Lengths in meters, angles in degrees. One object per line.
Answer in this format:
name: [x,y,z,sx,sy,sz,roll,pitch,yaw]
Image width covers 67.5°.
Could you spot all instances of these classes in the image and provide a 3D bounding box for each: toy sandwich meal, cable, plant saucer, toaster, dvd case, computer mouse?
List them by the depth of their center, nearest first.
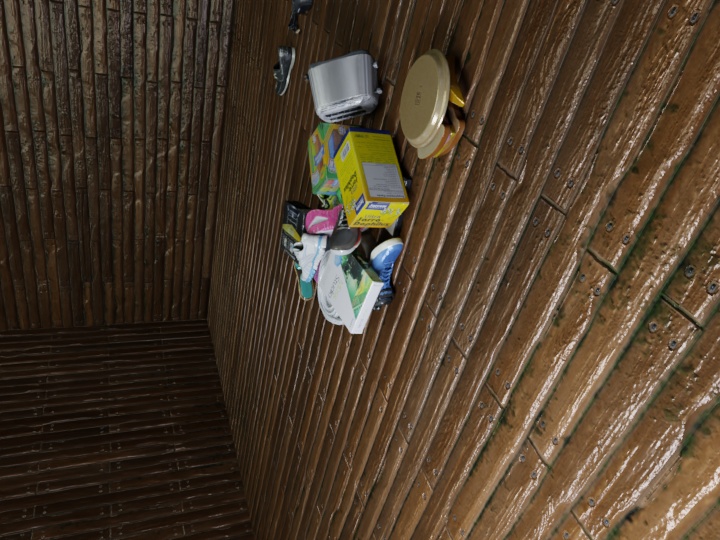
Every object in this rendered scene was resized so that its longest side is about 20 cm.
toy sandwich meal: [0.144,-0.327,1.057,0.205,0.070,0.207,-177,90,-68]
dvd case: [0.059,-0.190,1.301,0.200,0.017,0.144,-126,41,-52]
toaster: [-0.046,-0.451,1.335,0.114,0.198,0.130,-1,-98,-73]
plant saucer: [0.000,0.000,1.427,0.200,0.032,0.202,179,90,-67]
cable: [-0.055,0.043,1.433,0.200,0.069,0.202,171,98,-66]
computer mouse: [-0.214,-0.886,1.834,0.200,0.046,0.142,-145,59,-60]

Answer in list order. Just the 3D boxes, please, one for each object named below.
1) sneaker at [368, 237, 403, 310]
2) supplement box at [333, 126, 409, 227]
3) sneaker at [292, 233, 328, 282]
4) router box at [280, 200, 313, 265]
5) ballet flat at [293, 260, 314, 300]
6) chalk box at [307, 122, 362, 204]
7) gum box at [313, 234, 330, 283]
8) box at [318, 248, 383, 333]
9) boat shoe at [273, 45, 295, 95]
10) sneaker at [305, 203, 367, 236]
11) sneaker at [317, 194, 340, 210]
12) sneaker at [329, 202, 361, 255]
sneaker: [0.056,0.020,1.257,0.200,0.076,0.112,-49,58,40]
supplement box: [0.020,-0.211,1.232,0.110,0.108,0.202,131,132,-55]
sneaker: [-0.151,-0.042,1.504,0.200,0.086,0.075,117,168,-50]
router box: [-0.187,-0.118,1.646,0.200,0.052,0.159,-142,57,-60]
ballet flat: [-0.192,0.002,1.811,0.063,0.068,0.202,154,114,-78]
chalk box: [-0.061,-0.272,1.434,0.124,0.123,0.202,151,116,-63]
gum box: [-0.118,-0.061,1.639,0.200,0.066,0.114,-120,38,-47]
box: [-0.027,0.032,1.276,0.200,0.036,0.145,50,126,46]
boat shoe: [-0.296,-0.743,2.000,0.200,0.067,0.072,119,140,-50]
sneaker: [-0.049,-0.132,1.446,0.199,0.088,0.082,3,87,35]
sneaker: [-0.089,-0.241,1.539,0.076,0.076,0.201,-57,39,32]
sneaker: [-0.032,-0.126,1.282,0.082,0.076,0.201,70,-149,-47]
